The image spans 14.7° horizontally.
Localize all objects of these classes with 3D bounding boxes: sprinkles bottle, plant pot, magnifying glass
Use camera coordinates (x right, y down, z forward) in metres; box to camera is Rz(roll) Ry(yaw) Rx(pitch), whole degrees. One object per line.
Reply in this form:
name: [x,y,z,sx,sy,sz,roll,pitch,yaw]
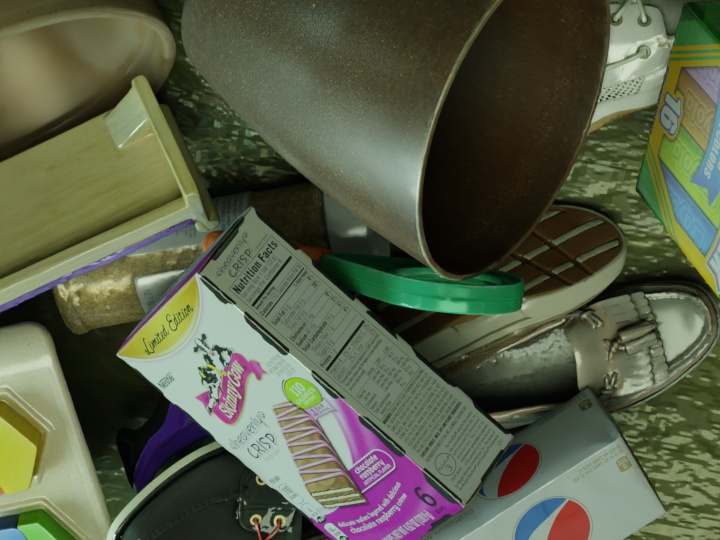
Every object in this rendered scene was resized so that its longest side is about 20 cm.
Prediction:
sprinkles bottle: [-0.084,-0.011,1.678,0.198,0.068,0.069,-10,118,9]
plant pot: [0.006,-0.120,1.547,0.199,0.187,0.188,26,123,27]
plant pot: [-0.213,-0.126,1.582,0.200,0.201,0.093,-33,72,18]
magnifying glass: [0.000,0.000,1.584,0.199,0.079,0.023,8,99,29]

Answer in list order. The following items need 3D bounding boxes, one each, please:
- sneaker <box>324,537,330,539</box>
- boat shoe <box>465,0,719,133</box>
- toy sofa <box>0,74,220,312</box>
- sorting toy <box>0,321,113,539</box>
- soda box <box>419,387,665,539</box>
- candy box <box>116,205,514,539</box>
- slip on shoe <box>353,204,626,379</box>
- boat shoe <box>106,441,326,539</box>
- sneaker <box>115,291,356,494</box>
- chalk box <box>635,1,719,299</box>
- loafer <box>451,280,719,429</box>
sneaker: [0.038,0.190,1.773,0.112,0.071,0.202,10,86,-39]
boat shoe: [0.149,-0.132,1.599,0.199,0.071,0.070,-28,113,18]
toy sofa: [-0.187,-0.023,1.619,0.199,0.083,0.098,-25,160,-4]
sorting toy: [-0.244,0.142,1.652,0.184,0.037,0.201,-12,110,9]
soda box: [0.077,0.159,1.669,0.199,0.064,0.068,-33,120,1]
candy box: [-0.028,0.071,1.590,0.200,0.061,0.136,41,148,-4]
slip on shoe: [0.067,0.025,1.668,0.199,0.076,0.061,-27,146,-17]
boat shoe: [-0.057,0.138,1.667,0.200,0.063,0.074,-18,141,-31]
sneaker: [-0.074,0.062,1.715,0.200,0.100,0.070,-45,153,0]
chalk box: [0.250,-0.047,1.500,0.124,0.200,0.125,0,120,-22]
loafer: [0.122,0.060,1.698,0.199,0.063,0.072,-19,87,14]
